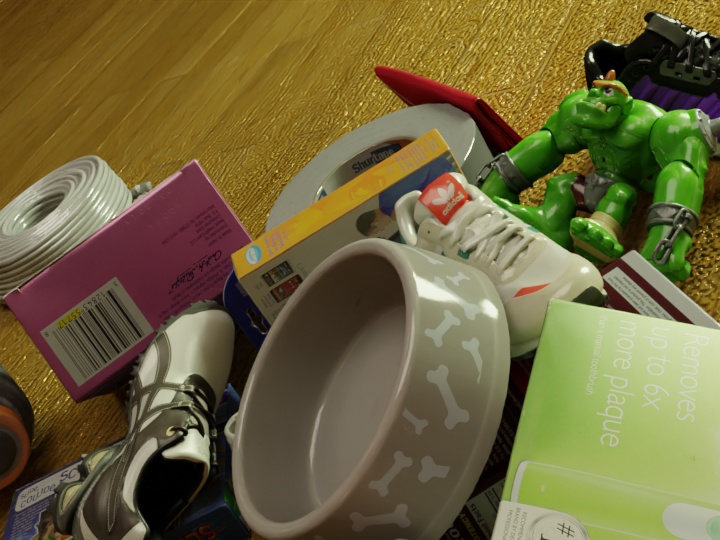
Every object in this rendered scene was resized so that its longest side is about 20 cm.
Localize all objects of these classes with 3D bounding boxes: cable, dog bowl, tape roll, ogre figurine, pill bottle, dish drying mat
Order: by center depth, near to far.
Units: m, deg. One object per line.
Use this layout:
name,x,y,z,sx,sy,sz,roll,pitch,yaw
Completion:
dog bowl,-0.004,0.073,0.632,0.200,0.058,0.202,-40,36,38
ogre figurine,0.170,-0.069,0.787,0.121,0.098,0.200,-57,17,-7
tape roll,0.020,-0.054,0.936,0.198,0.066,0.201,-25,30,16
pill bottle,-0.352,0.128,0.990,0.106,0.107,0.199,-42,30,-16
dish drying mat,0.078,-0.147,1.010,0.018,0.077,0.200,-51,30,0
cable,-0.361,-0.049,1.302,0.198,0.070,0.201,-7,39,39

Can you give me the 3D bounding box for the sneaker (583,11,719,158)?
sneaker,0.240,-0.141,0.808,0.199,0.100,0.070,6,48,49

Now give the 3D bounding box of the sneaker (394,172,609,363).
sneaker,0.070,-0.009,0.674,0.070,0.094,0.200,-35,15,-11

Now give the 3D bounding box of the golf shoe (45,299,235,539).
golf shoe,-0.121,0.110,0.757,0.094,0.078,0.202,1,53,38

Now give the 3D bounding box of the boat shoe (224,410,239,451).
boat shoe,-0.013,0.061,0.773,0.201,0.087,0.075,-38,29,-7

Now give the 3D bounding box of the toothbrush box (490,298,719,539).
toothbrush box,0.158,0.106,0.456,0.197,0.087,0.146,12,44,13

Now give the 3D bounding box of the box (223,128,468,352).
box,0.000,0.000,0.817,0.199,0.120,0.042,-33,34,2

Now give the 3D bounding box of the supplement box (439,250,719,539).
supplement box,0.109,0.083,0.644,0.199,0.061,0.109,-32,29,1

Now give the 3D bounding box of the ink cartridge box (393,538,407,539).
ink cartridge box,0.021,0.167,0.473,0.051,0.198,0.161,-60,30,7

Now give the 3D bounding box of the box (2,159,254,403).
box,-0.172,0.014,0.908,0.175,0.097,0.200,-37,0,-7

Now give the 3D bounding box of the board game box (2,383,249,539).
board game box,-0.173,0.175,0.812,0.198,0.035,0.136,-27,30,11
